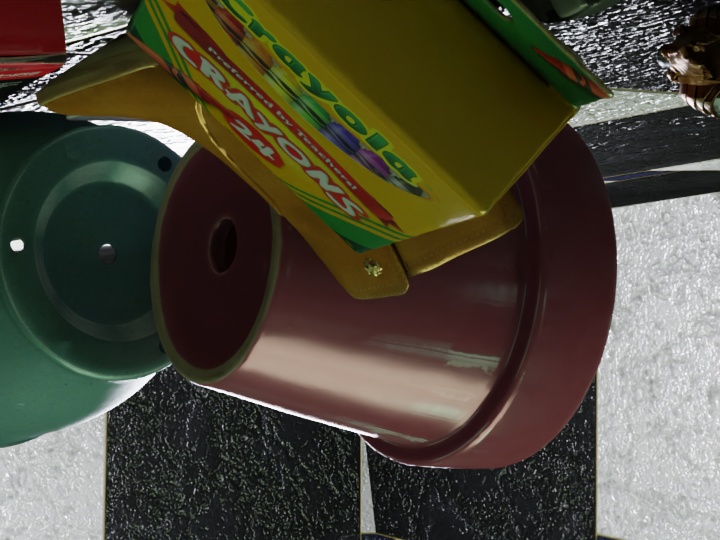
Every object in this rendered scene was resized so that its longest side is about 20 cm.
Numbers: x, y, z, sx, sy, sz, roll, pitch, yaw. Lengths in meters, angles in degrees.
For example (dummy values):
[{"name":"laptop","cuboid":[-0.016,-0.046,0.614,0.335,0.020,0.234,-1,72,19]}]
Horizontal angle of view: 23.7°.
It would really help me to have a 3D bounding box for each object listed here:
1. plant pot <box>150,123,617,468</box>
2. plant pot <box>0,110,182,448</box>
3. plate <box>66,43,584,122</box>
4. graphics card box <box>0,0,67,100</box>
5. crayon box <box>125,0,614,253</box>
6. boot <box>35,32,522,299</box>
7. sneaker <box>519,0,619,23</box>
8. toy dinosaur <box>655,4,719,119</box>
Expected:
[{"name":"plant pot","cuboid":[0.000,0.000,0.876,0.179,0.200,0.200,5,172,-34]},{"name":"plant pot","cuboid":[-0.177,-0.003,0.958,0.200,0.200,0.188,-5,177,-36]},{"name":"plate","cuboid":[-0.019,-0.106,0.889,0.200,0.032,0.199,-8,179,41]},{"name":"graphics card box","cuboid":[-0.206,-0.082,0.663,0.125,0.051,0.200,-6,177,-29]},{"name":"crayon box","cuboid":[-0.008,-0.071,0.570,0.051,0.127,0.200,-48,-173,-12]},{"name":"boot","cuboid":[-0.039,-0.048,0.742,0.201,0.144,0.071,-11,-154,36]},{"name":"sneaker","cuboid":[0.103,-0.124,0.441,0.079,0.075,0.200,-30,-170,-28]},{"name":"toy dinosaur","cuboid":[0.218,-0.106,0.934,0.136,0.102,0.200,11,-150,30]}]
